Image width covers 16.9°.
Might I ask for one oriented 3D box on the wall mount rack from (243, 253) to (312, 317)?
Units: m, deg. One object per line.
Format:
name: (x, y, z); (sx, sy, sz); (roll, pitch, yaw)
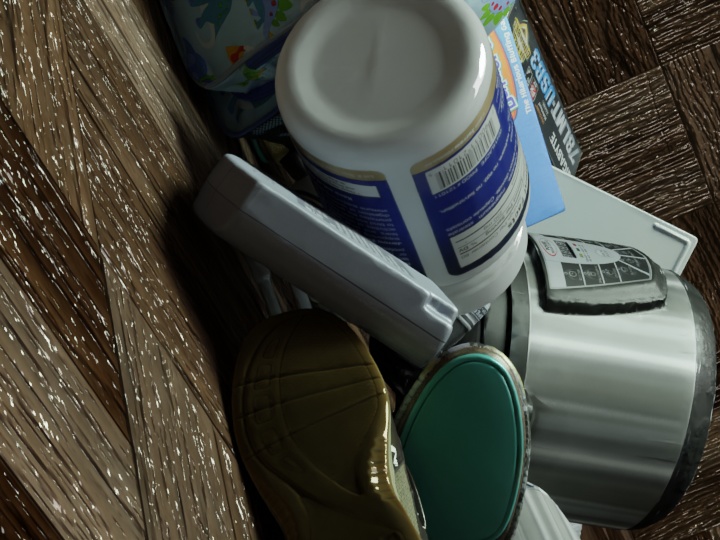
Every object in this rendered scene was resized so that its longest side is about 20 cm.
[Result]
wall mount rack: (0.004, 0.058, 1.331); (0.174, 0.075, 0.200); (30, 3, 5)

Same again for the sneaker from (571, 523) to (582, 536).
sneaker: (0.103, 0.161, 1.750); (0.075, 0.115, 0.200); (61, 43, -39)

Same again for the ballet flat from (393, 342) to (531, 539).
ballet flat: (0.038, 0.129, 1.132); (0.072, 0.072, 0.201); (-56, 151, -82)

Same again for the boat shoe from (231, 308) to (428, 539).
boat shoe: (-0.010, 0.105, 1.074); (0.065, 0.073, 0.200); (79, -4, -49)

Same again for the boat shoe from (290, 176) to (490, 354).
boat shoe: (0.002, 0.002, 1.481); (0.199, 0.068, 0.074); (38, -5, 47)

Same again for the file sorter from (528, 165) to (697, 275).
file sorter: (0.106, -0.011, 1.692); (0.200, 0.139, 0.125); (26, 6, -6)

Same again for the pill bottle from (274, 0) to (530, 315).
pill bottle: (0.030, -0.060, 1.320); (0.200, 0.116, 0.116); (66, 4, -59)

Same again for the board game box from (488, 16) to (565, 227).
board game box: (0.043, -0.123, 1.532); (0.152, 0.045, 0.200); (-1, -71, 59)

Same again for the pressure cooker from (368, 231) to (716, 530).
pressure cooker: (0.104, 0.069, 1.524); (0.176, 0.200, 0.179); (129, -32, -60)

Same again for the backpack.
backpack: (-0.017, -0.182, 1.384); (0.147, 0.200, 0.183); (15, 51, -56)

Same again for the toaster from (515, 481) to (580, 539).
toaster: (0.088, 0.205, 1.307); (0.200, 0.113, 0.129); (61, 5, -36)

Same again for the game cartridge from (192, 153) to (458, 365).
game cartridge: (-0.020, -0.009, 1.192); (0.133, 0.041, 0.200); (37, 2, -3)

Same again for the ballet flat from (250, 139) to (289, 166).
ballet flat: (-0.056, -0.152, 1.558); (0.071, 0.071, 0.200); (59, 10, -51)

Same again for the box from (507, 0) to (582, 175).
box: (0.042, -0.133, 1.750); (0.050, 0.198, 0.200); (-68, 152, -25)
